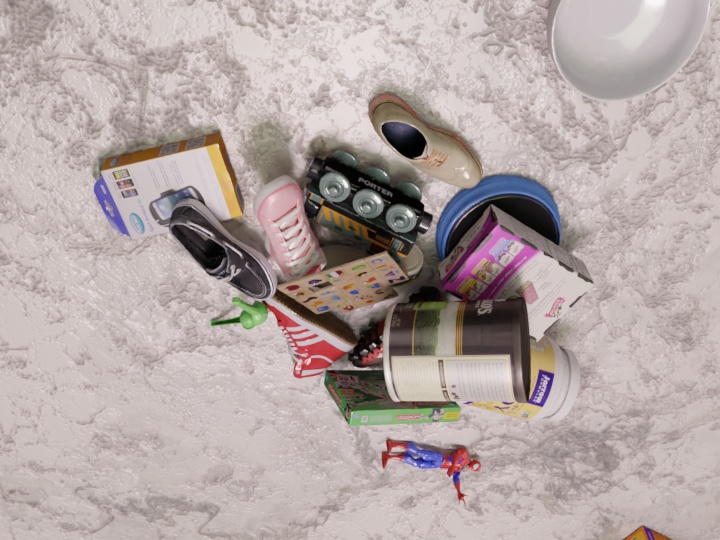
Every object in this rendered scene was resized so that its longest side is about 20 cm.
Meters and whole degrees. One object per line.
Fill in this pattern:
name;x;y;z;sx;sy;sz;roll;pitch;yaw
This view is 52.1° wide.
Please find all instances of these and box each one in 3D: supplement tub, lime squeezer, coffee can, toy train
supplement tub;0.249;0.167;1.230;0.195;0.147;0.147;16;123;-15
lime squeezer;-0.183;0.073;1.146;0.069;0.039;0.200;-11;171;-23
coffee can;0.144;0.118;1.078;0.195;0.148;0.149;-3;128;18
toy train;0.004;-0.088;1.064;0.196;0.086;0.115;24;131;-7

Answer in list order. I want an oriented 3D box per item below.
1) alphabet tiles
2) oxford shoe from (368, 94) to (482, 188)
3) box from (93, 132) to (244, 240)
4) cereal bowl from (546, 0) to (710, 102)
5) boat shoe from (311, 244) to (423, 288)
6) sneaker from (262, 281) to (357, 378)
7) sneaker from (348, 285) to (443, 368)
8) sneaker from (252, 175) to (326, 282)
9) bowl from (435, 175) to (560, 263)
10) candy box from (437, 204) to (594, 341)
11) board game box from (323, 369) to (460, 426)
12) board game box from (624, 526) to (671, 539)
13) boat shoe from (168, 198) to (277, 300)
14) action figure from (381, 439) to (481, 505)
alphabet tiles;-0.012;0.026;1.091;0.163;0.008;0.200;-17;160;12
oxford shoe;0.093;-0.163;1.029;0.197;0.075;0.071;27;120;-21
box;-0.277;-0.117;1.059;0.195;0.042;0.121;-10;126;6
cereal bowl;0.327;-0.322;0.927;0.194;0.084;0.204;-2;125;-2
boat shoe;0.000;0.000;1.143;0.194;0.074;0.060;-7;155;0
sneaker;-0.110;0.104;1.206;0.198;0.072;0.112;35;113;-28
sneaker;0.072;0.114;1.226;0.199;0.071;0.098;-36;118;18
sneaker;-0.091;-0.046;1.035;0.075;0.105;0.201;-33;160;-16
bowl;0.216;-0.048;1.141;0.195;0.040;0.205;-2;126;-3
candy box;0.235;0.007;1.119;0.197;0.062;0.137;28;120;-21
board game box;0.051;0.208;1.225;0.195;0.135;0.030;3;110;-23
board game box;0.652;0.735;1.628;0.197;0.202;0.201;27;119;-22
boat shoe;-0.198;-0.015;1.066;0.071;0.069;0.201;-30;121;20
action figure;0.144;0.385;1.411;0.195;0.100;0.066;7;127;-12
